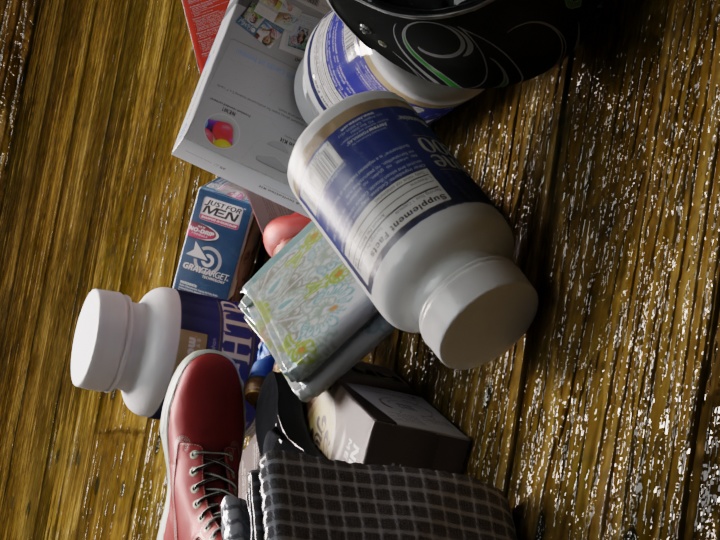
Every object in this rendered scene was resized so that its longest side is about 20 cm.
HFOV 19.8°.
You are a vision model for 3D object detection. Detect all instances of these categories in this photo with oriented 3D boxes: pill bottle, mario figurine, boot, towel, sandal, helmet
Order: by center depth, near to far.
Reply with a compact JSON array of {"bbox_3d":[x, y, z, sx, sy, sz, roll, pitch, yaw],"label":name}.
[{"bbox_3d":[0.015,0.203,1.334,0.166,0.199,0.086,-99,30,-44],"label":"towel"},{"bbox_3d":[0.076,-0.218,1.431,0.191,0.199,0.201,27,-108,-69],"label":"helmet"},{"bbox_3d":[0.040,-0.027,1.473,0.200,0.111,0.111,53,132,34],"label":"pill bottle"},{"bbox_3d":[-0.064,0.150,1.576,0.200,0.043,0.076,-114,39,-59],"label":"sandal"},{"bbox_3d":[0.000,0.000,1.617,0.200,0.048,0.171,-43,28,3],"label":"towel"},{"bbox_3d":[0.023,-0.166,1.631,0.200,0.119,0.120,154,126,-66],"label":"pill bottle"},{"bbox_3d":[-0.114,0.169,1.659,0.144,0.072,0.201,-164,78,-70],"label":"boot"},{"bbox_3d":[-0.033,0.033,1.752,0.106,0.123,0.201,67,-153,-48],"label":"mario figurine"},{"bbox_3d":[-0.155,0.080,1.876,0.120,0.199,0.120,-168,90,-70],"label":"pill bottle"}]

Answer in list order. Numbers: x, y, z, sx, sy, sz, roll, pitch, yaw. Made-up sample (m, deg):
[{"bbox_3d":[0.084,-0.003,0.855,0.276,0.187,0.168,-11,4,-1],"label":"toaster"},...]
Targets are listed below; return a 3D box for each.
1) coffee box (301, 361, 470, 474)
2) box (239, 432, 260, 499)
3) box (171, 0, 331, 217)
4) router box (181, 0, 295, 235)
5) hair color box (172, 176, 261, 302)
[{"bbox_3d":[0.003,0.145,1.580,0.200,0.079,0.114,-145,69,-69],"label":"coffee box"},{"bbox_3d":[-0.082,0.221,1.783,0.200,0.075,0.100,126,149,-46],"label":"box"},{"bbox_3d":[-0.054,-0.155,1.747,0.041,0.155,0.201,-44,25,59],"label":"box"},{"bbox_3d":[-0.103,-0.141,1.931,0.180,0.049,0.201,-108,-2,-56],"label":"router box"},{"bbox_3d":[-0.148,0.013,2.058,0.100,0.060,0.201,-50,-23,-77],"label":"hair color box"}]
